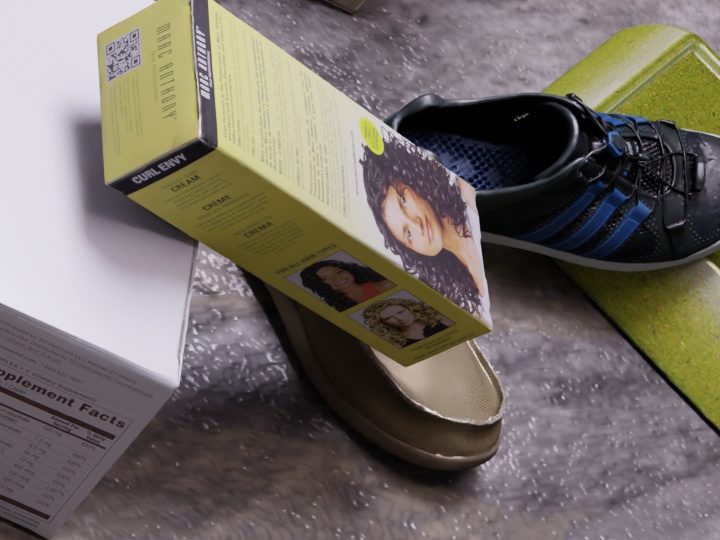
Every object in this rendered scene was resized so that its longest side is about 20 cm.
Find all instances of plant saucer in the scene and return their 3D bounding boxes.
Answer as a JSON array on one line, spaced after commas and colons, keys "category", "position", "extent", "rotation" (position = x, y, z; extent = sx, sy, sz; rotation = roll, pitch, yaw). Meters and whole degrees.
[{"category": "plant saucer", "position": [0.176, -0.036, 1.491], "extent": [0.200, 0.048, 0.200], "rotation": [46, 39, 5]}]

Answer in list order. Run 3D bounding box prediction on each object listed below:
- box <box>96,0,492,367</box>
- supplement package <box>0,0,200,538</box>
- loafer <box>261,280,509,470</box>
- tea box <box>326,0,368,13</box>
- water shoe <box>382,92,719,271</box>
[{"category": "box", "position": [-0.023, -0.034, 1.176], "extent": [0.200, 0.050, 0.076], "rotation": [31, 43, -47]}, {"category": "supplement package", "position": [-0.152, -0.027, 1.167], "extent": [0.155, 0.111, 0.201], "rotation": [26, 41, -19]}, {"category": "loafer", "position": [0.000, 0.000, 1.299], "extent": [0.200, 0.067, 0.076], "rotation": [51, 40, 12]}, {"category": "tea box", "position": [-0.022, -0.262, 1.403], "extent": [0.196, 0.200, 0.134], "rotation": [25, 41, -31]}, {"category": "water shoe", "position": [0.103, -0.044, 1.376], "extent": [0.199, 0.079, 0.072], "rotation": [1, 73, -13]}]
